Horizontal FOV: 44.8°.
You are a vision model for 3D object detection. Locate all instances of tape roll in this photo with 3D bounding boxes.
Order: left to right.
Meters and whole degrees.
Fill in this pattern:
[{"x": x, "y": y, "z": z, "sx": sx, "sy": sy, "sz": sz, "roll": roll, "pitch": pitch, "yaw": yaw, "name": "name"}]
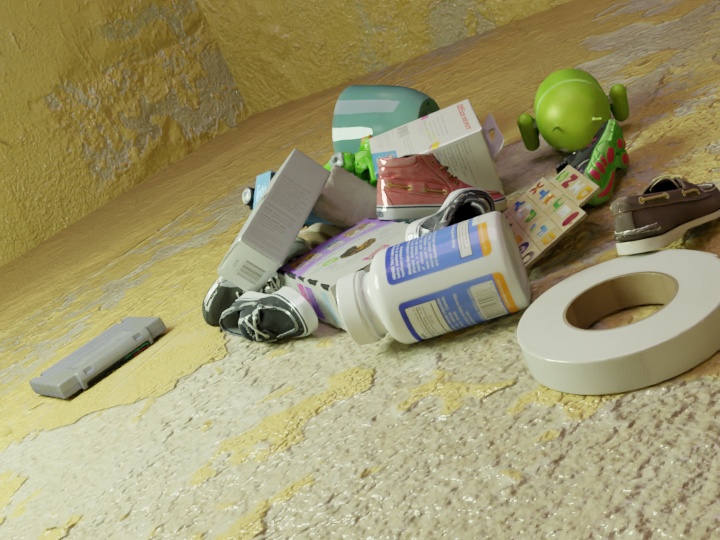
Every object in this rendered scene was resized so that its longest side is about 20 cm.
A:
[{"x": 0.245, "y": 0.043, "z": 0.806, "sx": 0.202, "sy": 0.037, "sz": 0.203, "roll": -23, "pitch": 17, "yaw": 8, "name": "tape roll"}]

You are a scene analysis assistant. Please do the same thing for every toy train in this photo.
[{"x": -0.097, "y": -0.111, "z": 1.479, "sx": 0.199, "sy": 0.087, "sz": 0.114, "roll": 11, "pitch": -7, "yaw": -29, "name": "toy train"}]

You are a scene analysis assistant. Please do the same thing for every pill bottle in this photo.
[{"x": 0.079, "y": 0.016, "z": 0.973, "sx": 0.199, "sy": 0.112, "sz": 0.112, "roll": -18, "pitch": 19, "yaw": 18, "name": "pill bottle"}]

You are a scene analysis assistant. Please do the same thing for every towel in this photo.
[{"x": -0.007, "y": -0.101, "z": 1.404, "sx": 0.035, "sy": 0.132, "sz": 0.200, "roll": -59, "pitch": 5, "yaw": 24, "name": "towel"}]

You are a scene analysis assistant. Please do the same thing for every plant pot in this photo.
[{"x": 0.065, "y": -0.260, "z": 1.668, "sx": 0.160, "sy": 0.201, "sz": 0.201, "roll": 1, "pitch": 28, "yaw": 29, "name": "plant pot"}]

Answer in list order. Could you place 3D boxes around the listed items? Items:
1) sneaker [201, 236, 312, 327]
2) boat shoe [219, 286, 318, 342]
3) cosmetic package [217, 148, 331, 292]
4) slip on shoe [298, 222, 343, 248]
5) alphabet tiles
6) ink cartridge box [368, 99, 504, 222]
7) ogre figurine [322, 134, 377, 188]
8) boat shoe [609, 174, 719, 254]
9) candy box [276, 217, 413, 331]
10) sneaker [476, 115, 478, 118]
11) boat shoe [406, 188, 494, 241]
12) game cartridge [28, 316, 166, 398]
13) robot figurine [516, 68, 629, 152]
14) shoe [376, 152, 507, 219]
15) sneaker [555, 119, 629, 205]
[{"x": -0.138, "y": 0.025, "z": 1.301, "sx": 0.200, "sy": 0.075, "sz": 0.115, "roll": -38, "pitch": 33, "yaw": -15, "name": "sneaker"}, {"x": -0.130, "y": 0.066, "z": 1.169, "sx": 0.068, "sy": 0.072, "sz": 0.200, "roll": -36, "pitch": 21, "yaw": -29, "name": "boat shoe"}, {"x": -0.124, "y": -0.072, "z": 1.270, "sx": 0.102, "sy": 0.074, "sz": 0.200, "roll": -45, "pitch": 17, "yaw": 49, "name": "cosmetic package"}, {"x": -0.082, "y": -0.035, "z": 1.416, "sx": 0.200, "sy": 0.076, "sz": 0.061, "roll": 5, "pitch": 64, "yaw": 49, "name": "slip on shoe"}, {"x": 0.218, "y": -0.062, "z": 1.097, "sx": 0.166, "sy": 0.006, "sz": 0.200, "roll": -42, "pitch": 15, "yaw": 10, "name": "alphabet tiles"}, {"x": 0.131, "y": -0.168, "z": 1.376, "sx": 0.199, "sy": 0.126, "sz": 0.129, "roll": -20, "pitch": 32, "yaw": 9, "name": "ink cartridge box"}, {"x": 0.015, "y": -0.174, "z": 1.546, "sx": 0.120, "sy": 0.199, "sz": 0.099, "roll": 115, "pitch": 170, "yaw": -69, "name": "ogre figurine"}, {"x": 0.329, "y": -0.070, "z": 0.931, "sx": 0.200, "sy": 0.060, "sz": 0.072, "roll": -22, "pitch": 8, "yaw": -41, "name": "boat shoe"}, {"x": 0.000, "y": 0.000, "z": 1.189, "sx": 0.167, "sy": 0.072, "sz": 0.200, "roll": -30, "pitch": 18, "yaw": -19, "name": "candy box"}, {"x": 0.161, "y": -0.198, "z": 1.510, "sx": 0.200, "sy": 0.090, "sz": 0.070, "roll": -33, "pitch": 1, "yaw": -40, "name": "sneaker"}, {"x": 0.133, "y": -0.064, "z": 1.101, "sx": 0.068, "sy": 0.072, "sz": 0.200, "roll": -16, "pitch": 6, "yaw": 37, "name": "boat shoe"}, {"x": -0.421, "y": 0.138, "z": 1.409, "sx": 0.129, "sy": 0.039, "sz": 0.200, "roll": 2, "pitch": 31, "yaw": 47, "name": "game cartridge"}, {"x": 0.341, "y": -0.259, "z": 1.412, "sx": 0.175, "sy": 0.116, "sz": 0.200, "roll": -14, "pitch": 20, "yaw": 14, "name": "robot figurine"}, {"x": 0.118, "y": -0.124, "z": 1.257, "sx": 0.199, "sy": 0.091, "sz": 0.071, "roll": -4, "pitch": 9, "yaw": -15, "name": "shoe"}, {"x": 0.315, "y": -0.151, "z": 1.204, "sx": 0.083, "sy": 0.077, "sz": 0.200, "roll": -6, "pitch": 24, "yaw": 35, "name": "sneaker"}]
